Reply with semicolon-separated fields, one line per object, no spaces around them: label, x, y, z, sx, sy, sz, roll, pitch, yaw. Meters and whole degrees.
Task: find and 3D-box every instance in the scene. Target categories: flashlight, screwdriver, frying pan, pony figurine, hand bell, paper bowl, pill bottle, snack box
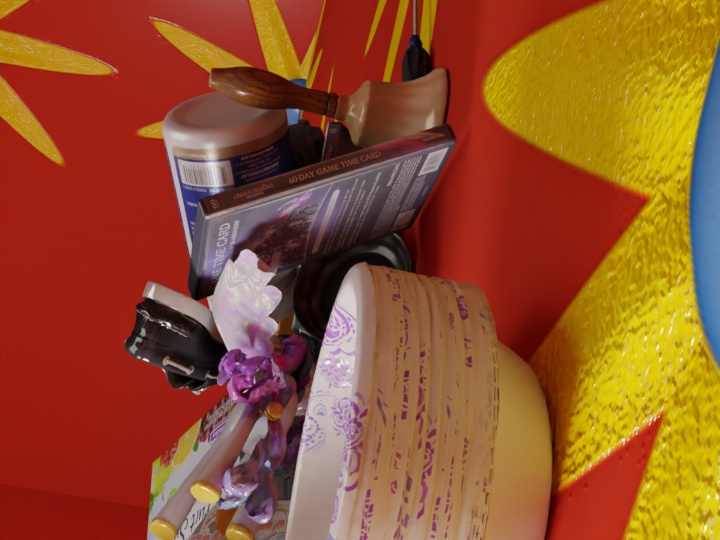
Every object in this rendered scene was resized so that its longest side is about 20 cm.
flashlight;-0.049;-0.063;1.083;0.068;0.068;0.202;-42;-42;-18
screwdriver;0.050;-0.235;1.017;0.028;0.028;0.203;110;162;-47
frying pan;-0.028;-0.007;0.924;0.115;0.031;0.190;-47;50;-4
pony figurine;-0.070;0.099;0.787;0.193;0.165;0.202;-45;16;52
hand bell;-0.033;-0.142;0.897;0.104;0.196;0.106;-170;90;-82
paper bowl;0.025;0.104;0.513;0.201;0.102;0.205;-170;90;-82
pill bottle;-0.112;-0.055;0.976;0.116;0.113;0.204;-94;-2;-61
snack box;-0.131;0.224;0.963;0.200;0.067;0.171;-43;40;45

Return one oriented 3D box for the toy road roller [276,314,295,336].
toy road roller;-0.094;0.076;1.224;0.200;0.143;0.125;130;150;-73

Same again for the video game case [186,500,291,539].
video game case;-0.085;0.232;0.738;0.198;0.023;0.182;-13;26;41

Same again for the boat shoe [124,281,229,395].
boat shoe;-0.138;0.068;0.854;0.200;0.073;0.061;74;-140;-73

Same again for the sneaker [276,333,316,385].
sneaker;-0.078;0.138;1.041;0.202;0.110;0.073;-64;0;35

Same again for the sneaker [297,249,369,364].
sneaker;0.000;0.000;0.981;0.087;0.076;0.204;65;-141;-67

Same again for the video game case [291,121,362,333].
video game case;-0.018;-0.029;1.049;0.143;0.019;0.204;30;-112;-67

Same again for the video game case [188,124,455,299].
video game case;-0.033;-0.042;0.796;0.019;0.197;0.143;65;159;18
